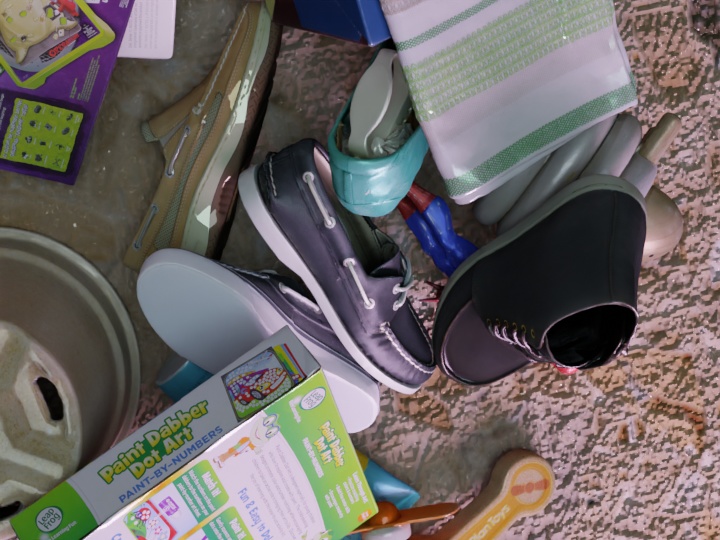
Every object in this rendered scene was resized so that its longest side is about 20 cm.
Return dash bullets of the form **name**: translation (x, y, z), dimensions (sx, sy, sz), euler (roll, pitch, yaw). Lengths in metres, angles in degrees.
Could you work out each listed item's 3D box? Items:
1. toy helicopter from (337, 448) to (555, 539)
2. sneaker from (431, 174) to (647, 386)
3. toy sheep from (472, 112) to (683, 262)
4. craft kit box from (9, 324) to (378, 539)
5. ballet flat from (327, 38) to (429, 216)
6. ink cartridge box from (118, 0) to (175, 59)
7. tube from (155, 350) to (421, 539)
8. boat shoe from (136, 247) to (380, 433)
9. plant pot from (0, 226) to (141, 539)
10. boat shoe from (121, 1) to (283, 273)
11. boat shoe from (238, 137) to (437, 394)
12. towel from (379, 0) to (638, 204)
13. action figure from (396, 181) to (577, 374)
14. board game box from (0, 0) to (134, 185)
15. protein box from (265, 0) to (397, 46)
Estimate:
- **toy helicopter**: translation (0.055, 0.193, 1.076), dimensions (0.200, 0.079, 0.133), euler (-42, 108, -15)
- **sneaker**: translation (0.102, 0.035, 0.964), dimensions (0.074, 0.107, 0.200), euler (25, 134, -16)
- **toy sheep**: translation (0.127, -0.074, 1.023), dimensions (0.199, 0.138, 0.138), euler (35, 92, 4)
- **craft kit box**: translation (-0.092, 0.151, 0.953), dimensions (0.197, 0.201, 0.049), euler (-32, 56, -10)
- **ballet flat**: translation (0.036, -0.130, 0.972), dimensions (0.067, 0.071, 0.201), euler (18, 68, 19)
- **ink cartridge box**: translation (-0.213, -0.200, 0.959), dimensions (0.198, 0.068, 0.118), euler (2, 134, -9)
- **tube**: translation (-0.053, 0.122, 1.065), dimensions (0.200, 0.050, 0.077), euler (43, 97, -17)
- **boat shoe**: translation (-0.063, 0.033, 1.017), dimensions (0.199, 0.068, 0.072), euler (33, 129, -29)
- **plant pot**: translation (-0.236, 0.083, 0.960), dimensions (0.198, 0.183, 0.203), euler (-1, 98, -8)
- **boat shoe**: translation (-0.109, -0.086, 1.017), dimensions (0.075, 0.072, 0.202), euler (19, 95, 2)
- **boat shoe**: translation (0.000, 0.000, 1.017), dimensions (0.060, 0.076, 0.200), euler (-28, 121, 21)
- **towel**: translation (0.084, -0.156, 0.899), dimensions (0.149, 0.031, 0.201), euler (-32, 119, -20)
- **action figure**: translation (0.078, 0.004, 1.057), dimensions (0.199, 0.065, 0.052), euler (38, 69, -10)
- **board game box**: translation (-0.210, -0.143, 0.948), dimensions (0.119, 0.032, 0.201), euler (9, 134, -21)
- **protein box**: translation (0.028, -0.272, 0.928), dimensions (0.199, 0.135, 0.200), euler (-29, 117, -21)
